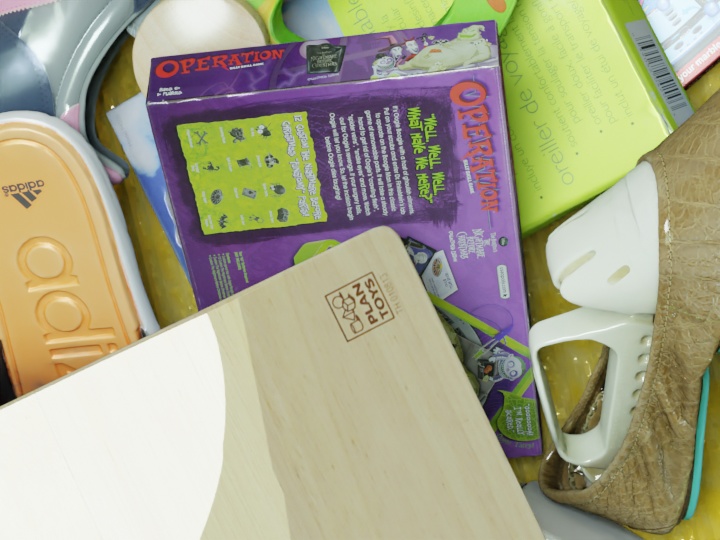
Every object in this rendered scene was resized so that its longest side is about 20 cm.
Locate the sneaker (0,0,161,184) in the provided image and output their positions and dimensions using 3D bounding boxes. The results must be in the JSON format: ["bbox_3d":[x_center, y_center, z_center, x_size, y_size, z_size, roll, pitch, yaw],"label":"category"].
[{"bbox_3d":[-0.094,-0.128,0.848,0.081,0.070,0.202,20,101,-2],"label":"sneaker"}]

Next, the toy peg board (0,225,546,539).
[{"bbox_3d":[-0.038,0.120,0.788,0.198,0.098,0.201,-26,87,-6],"label":"toy peg board"}]

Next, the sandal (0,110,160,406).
[{"bbox_3d":[-0.111,0.042,0.851,0.078,0.059,0.208,-10,120,14],"label":"sandal"}]

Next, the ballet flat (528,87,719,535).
[{"bbox_3d":[0.097,0.017,0.802,0.072,0.068,0.201,2,134,-6],"label":"ballet flat"}]

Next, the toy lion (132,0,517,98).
[{"bbox_3d":[0.015,-0.155,0.773,0.190,0.069,0.202,-1,107,6],"label":"toy lion"}]

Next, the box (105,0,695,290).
[{"bbox_3d":[0.014,-0.056,0.851,0.199,0.048,0.123,-28,87,24],"label":"box"}]

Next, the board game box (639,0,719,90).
[{"bbox_3d":[0.104,-0.119,0.865,0.200,0.019,0.103,-41,82,9],"label":"board game box"}]

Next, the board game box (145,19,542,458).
[{"bbox_3d":[0.000,0.000,0.811,0.119,0.201,0.032,-2,46,7],"label":"board game box"}]

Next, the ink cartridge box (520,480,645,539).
[{"bbox_3d":[0.072,0.202,0.845,0.147,0.086,0.201,27,98,10],"label":"ink cartridge box"}]
